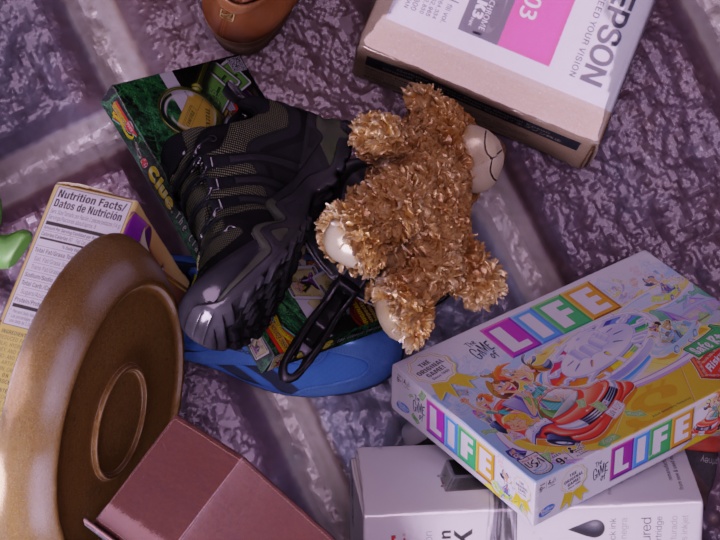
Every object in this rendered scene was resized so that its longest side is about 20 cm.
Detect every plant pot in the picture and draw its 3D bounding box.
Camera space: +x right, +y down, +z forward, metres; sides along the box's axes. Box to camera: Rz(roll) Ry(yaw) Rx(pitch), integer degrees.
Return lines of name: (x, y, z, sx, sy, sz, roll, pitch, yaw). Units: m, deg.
plant pot: (-0.140, 0.080, 1.343, 0.027, 0.200, 0.201, 13, 81, 18)

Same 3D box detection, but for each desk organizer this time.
desk organizer: (-0.051, 0.169, 1.355, 0.077, 0.072, 0.200, -52, 131, -10)

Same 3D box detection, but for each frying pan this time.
frying pan: (-0.009, -0.014, 1.495, 0.190, 0.031, 0.115, -25, 72, -44)

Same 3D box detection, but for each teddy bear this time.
teddy bear: (0.038, -0.036, 1.446, 0.067, 0.200, 0.145, -30, 90, 31)

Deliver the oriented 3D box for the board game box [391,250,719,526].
board game box: (0.137, 0.065, 1.464, 0.200, 0.034, 0.134, -24, 41, -29)

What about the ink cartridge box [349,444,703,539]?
ink cartridge box: (0.096, 0.182, 1.463, 0.199, 0.083, 0.147, -3, 115, -3)

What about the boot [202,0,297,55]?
boot: (-0.040, -0.233, 1.510, 0.077, 0.155, 0.200, 32, 80, 3)

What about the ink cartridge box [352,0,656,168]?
ink cartridge box: (0.106, -0.190, 1.554, 0.164, 0.075, 0.200, 21, 80, 1)

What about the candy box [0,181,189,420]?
candy box: (-0.166, 0.066, 1.388, 0.056, 0.117, 0.200, 14, 69, 19)

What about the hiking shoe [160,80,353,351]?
hiking shoe: (-0.078, -0.032, 1.428, 0.100, 0.076, 0.200, 23, 41, 5)

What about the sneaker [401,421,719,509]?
sneaker: (0.124, 0.123, 1.510, 0.199, 0.077, 0.082, 3, 88, -2)

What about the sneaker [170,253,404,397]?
sneaker: (-0.070, 0.032, 1.511, 0.199, 0.078, 0.066, 14, 79, -2)

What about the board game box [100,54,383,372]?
board game box: (-0.068, -0.038, 1.506, 0.105, 0.023, 0.200, -20, 71, -38)

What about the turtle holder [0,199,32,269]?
turtle holder: (-0.302, -0.002, 1.488, 0.132, 0.141, 0.186, 38, 121, 18)
